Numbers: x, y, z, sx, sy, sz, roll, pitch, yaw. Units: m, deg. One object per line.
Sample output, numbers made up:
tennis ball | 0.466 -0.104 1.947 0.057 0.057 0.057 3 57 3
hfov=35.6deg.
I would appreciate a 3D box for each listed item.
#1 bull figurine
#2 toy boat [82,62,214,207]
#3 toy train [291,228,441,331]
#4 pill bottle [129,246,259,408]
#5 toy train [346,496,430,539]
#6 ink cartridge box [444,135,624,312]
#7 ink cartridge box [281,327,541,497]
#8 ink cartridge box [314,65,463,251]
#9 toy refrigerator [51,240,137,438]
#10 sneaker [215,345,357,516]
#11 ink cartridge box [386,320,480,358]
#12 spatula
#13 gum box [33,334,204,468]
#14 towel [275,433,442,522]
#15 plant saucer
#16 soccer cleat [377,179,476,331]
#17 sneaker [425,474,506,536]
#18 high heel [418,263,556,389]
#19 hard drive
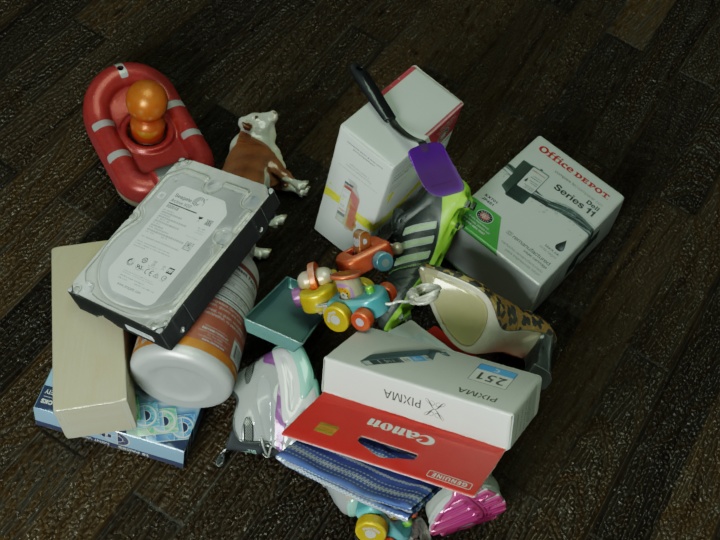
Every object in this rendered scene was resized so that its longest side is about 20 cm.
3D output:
bull figurine | -0.132 -0.109 1.399 0.121 0.065 0.201 27 59 2
toy boat | -0.264 -0.184 1.386 0.130 0.131 0.201 -21 62 -23
toy train | 0.000 0.000 1.224 0.149 0.056 0.200 -25 21 -13
pill bottle | -0.172 0.037 1.210 0.111 0.113 0.201 11 54 -2
toy train | 0.026 0.191 1.154 0.150 0.055 0.201 0 63 -57
ink cartridge box | 0.217 -0.058 1.418 0.146 0.083 0.200 38 57 16
ink cartridge box | 0.052 0.126 1.064 0.198 0.045 0.176 14 25 22
ink cartridge box | 0.031 -0.125 1.359 0.083 0.201 0.145 38 57 12
toy refrigerator | -0.283 0.071 1.192 0.075 0.070 0.201 -8 56 -5
sneaker | -0.087 0.191 1.207 0.139 0.078 0.201 -25 75 -3
ink cartridge box | 0.119 0.111 1.242 0.160 0.048 0.200 35 22 15
spatula | 0.044 -0.161 1.249 0.056 0.021 0.200 -18 61 -37
gum box | -0.244 0.100 1.247 0.168 0.045 0.201 17 55 1
towel | 0.033 0.158 1.062 0.144 0.024 0.200 19 26 25
plant saucer | -0.077 0.048 1.260 0.069 0.019 0.200 23 14 4
soccer cleat | 0.063 -0.025 1.338 0.081 0.067 0.201 29 93 18
sneaker | 0.094 0.214 1.133 0.081 0.200 0.089 -17 74 -3
high heel | 0.147 0.045 1.308 0.200 0.071 0.143 41 22 -6
hard drive | -0.192 -0.023 1.166 0.139 0.038 0.200 21 60 31
